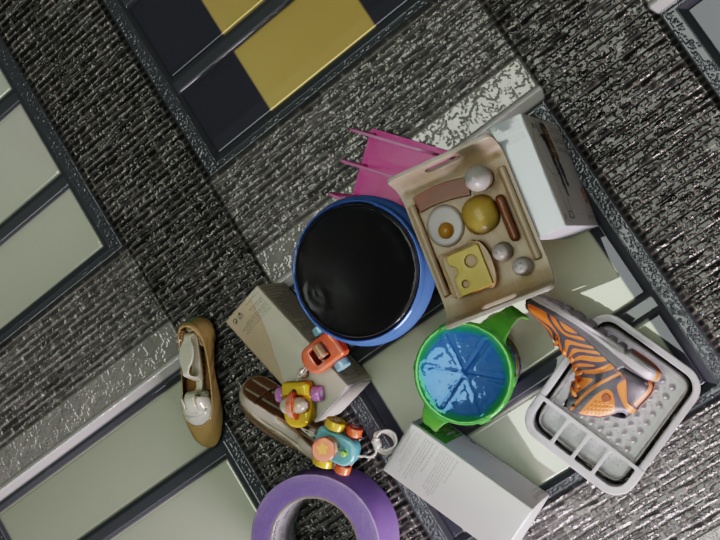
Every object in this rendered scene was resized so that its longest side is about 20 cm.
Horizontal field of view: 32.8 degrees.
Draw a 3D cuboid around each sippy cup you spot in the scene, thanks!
[{"bbox_3d":[0.155,0.132,1.644,0.177,0.130,0.140,-20,85,21],"label":"sippy cup"}]

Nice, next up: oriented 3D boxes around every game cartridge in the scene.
[{"bbox_3d":[0.148,-0.048,1.605,0.032,0.200,0.177,-5,90,20],"label":"game cartridge"}]

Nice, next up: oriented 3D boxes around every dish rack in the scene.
[{"bbox_3d":[0.335,0.175,1.621,0.171,0.044,0.200,37,104,18],"label":"dish rack"}]

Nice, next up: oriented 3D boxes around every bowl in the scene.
[{"bbox_3d":[0.000,0.000,1.617,0.200,0.039,0.201,1,92,23],"label":"bowl"}]

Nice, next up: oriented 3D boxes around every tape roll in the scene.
[{"bbox_3d":[-0.050,0.384,1.756,0.199,0.085,0.201,0,91,21],"label":"tape roll"}]

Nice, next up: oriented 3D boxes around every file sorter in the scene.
[{"bbox_3d":[0.031,-0.086,1.690,0.139,0.125,0.201,19,98,20],"label":"file sorter"}]

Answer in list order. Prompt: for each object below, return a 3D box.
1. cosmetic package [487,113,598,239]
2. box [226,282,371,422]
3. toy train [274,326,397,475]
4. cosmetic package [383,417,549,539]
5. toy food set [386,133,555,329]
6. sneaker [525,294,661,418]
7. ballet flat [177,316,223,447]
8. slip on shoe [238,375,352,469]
[{"bbox_3d":[0.238,-0.117,1.568,0.052,0.200,0.151,-21,84,21],"label":"cosmetic package"},{"bbox_3d":[-0.088,0.115,1.760,0.200,0.095,0.078,47,108,15],"label":"box"},{"bbox_3d":[-0.043,0.181,1.665,0.150,0.056,0.200,-33,80,22],"label":"toy train"},{"bbox_3d":[0.144,0.289,1.665,0.200,0.108,0.085,33,102,16],"label":"cosmetic package"},{"bbox_3d":[0.131,-0.045,1.472,0.143,0.060,0.201,-23,83,20],"label":"toy food set"},{"bbox_3d":[0.277,0.120,1.580,0.200,0.078,0.112,37,102,17],"label":"sneaker"},{"bbox_3d":[-0.250,0.170,1.840,0.068,0.063,0.201,-6,89,22],"label":"ballet flat"},{"bbox_3d":[-0.094,0.231,1.784,0.200,0.076,0.061,30,138,11],"label":"slip on shoe"}]
